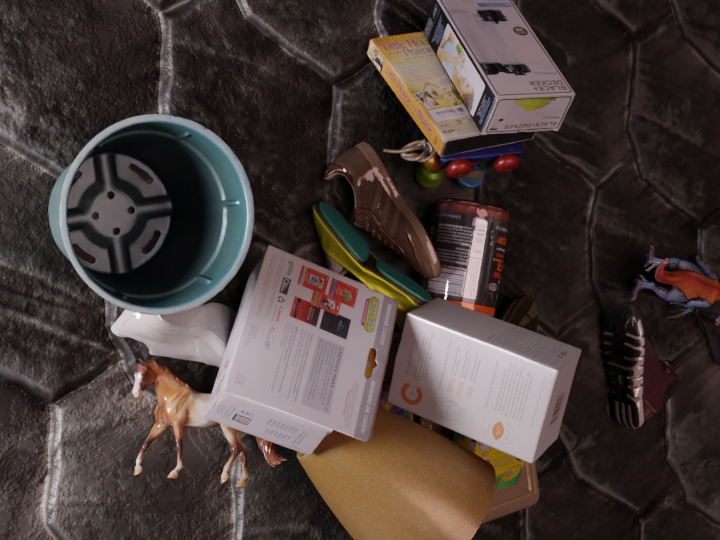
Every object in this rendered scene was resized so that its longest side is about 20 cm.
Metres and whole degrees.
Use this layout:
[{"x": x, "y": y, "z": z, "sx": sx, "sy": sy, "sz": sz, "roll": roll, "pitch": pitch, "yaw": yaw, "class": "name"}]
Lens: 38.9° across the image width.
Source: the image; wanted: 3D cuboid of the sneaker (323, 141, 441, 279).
[{"x": 0.028, "y": -0.065, "z": 1.308, "sx": 0.075, "sy": 0.070, "sz": 0.200, "roll": -31, "pitch": 85, "yaw": -3, "class": "sneaker"}]

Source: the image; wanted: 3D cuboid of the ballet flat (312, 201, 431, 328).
[{"x": 0.000, "y": 0.000, "z": 1.302, "sx": 0.200, "sy": 0.067, "sz": 0.067, "roll": 41, "pitch": 112, "yaw": -5, "class": "ballet flat"}]

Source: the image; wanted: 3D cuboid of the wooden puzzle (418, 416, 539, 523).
[{"x": 0.166, "y": 0.263, "z": 1.438, "sx": 0.185, "sy": 0.037, "sz": 0.201, "roll": -12, "pitch": 103, "yaw": -27, "class": "wooden puzzle"}]

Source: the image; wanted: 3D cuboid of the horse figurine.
[{"x": -0.186, "y": 0.188, "z": 1.225, "sx": 0.199, "sy": 0.050, "sz": 0.133, "roll": 12, "pitch": 71, "yaw": -20, "class": "horse figurine"}]

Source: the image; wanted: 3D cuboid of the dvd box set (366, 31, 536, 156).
[{"x": 0.116, "y": -0.232, "z": 1.299, "sx": 0.146, "sy": 0.200, "sz": 0.029, "roll": -14, "pitch": 145, "yaw": -27, "class": "dvd box set"}]

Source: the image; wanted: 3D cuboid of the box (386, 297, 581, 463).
[{"x": 0.149, "y": 0.130, "z": 1.245, "sx": 0.097, "sy": 0.200, "sz": 0.125, "roll": -21, "pitch": 127, "yaw": -59, "class": "box"}]

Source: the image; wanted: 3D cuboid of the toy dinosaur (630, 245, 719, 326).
[{"x": 0.509, "y": 0.039, "z": 1.546, "sx": 0.181, "sy": 0.200, "sz": 0.105, "roll": 19, "pitch": 101, "yaw": 3, "class": "toy dinosaur"}]

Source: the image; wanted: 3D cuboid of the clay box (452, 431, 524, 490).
[{"x": 0.180, "y": 0.199, "z": 1.366, "sx": 0.115, "sy": 0.048, "sz": 0.201, "roll": -3, "pitch": 107, "yaw": -42, "class": "clay box"}]

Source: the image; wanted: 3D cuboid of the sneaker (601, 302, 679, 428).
[{"x": 0.434, "y": 0.133, "z": 1.556, "sx": 0.115, "sy": 0.076, "sz": 0.201, "roll": -17, "pitch": 112, "yaw": -31, "class": "sneaker"}]

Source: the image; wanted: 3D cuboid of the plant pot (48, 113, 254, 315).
[{"x": -0.244, "y": -0.061, "z": 1.100, "sx": 0.200, "sy": 0.196, "sz": 0.201, "roll": -2, "pitch": 94, "yaw": -29, "class": "plant pot"}]

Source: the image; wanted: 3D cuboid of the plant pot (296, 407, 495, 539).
[{"x": 0.028, "y": 0.249, "z": 1.227, "sx": 0.200, "sy": 0.186, "sz": 0.187, "roll": 39, "pitch": 75, "yaw": -10, "class": "plant pot"}]

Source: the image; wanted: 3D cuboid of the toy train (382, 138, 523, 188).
[{"x": 0.101, "y": -0.145, "z": 1.331, "sx": 0.199, "sy": 0.116, "sz": 0.085, "roll": -8, "pitch": 73, "yaw": -22, "class": "toy train"}]

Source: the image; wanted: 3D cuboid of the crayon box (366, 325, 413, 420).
[{"x": 0.005, "y": 0.178, "z": 1.329, "sx": 0.118, "sy": 0.058, "sz": 0.201, "roll": -8, "pitch": 98, "yaw": -27, "class": "crayon box"}]

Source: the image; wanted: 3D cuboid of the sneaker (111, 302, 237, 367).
[{"x": -0.206, "y": 0.080, "z": 1.208, "sx": 0.200, "sy": 0.088, "sz": 0.075, "roll": 33, "pitch": 36, "yaw": -46, "class": "sneaker"}]

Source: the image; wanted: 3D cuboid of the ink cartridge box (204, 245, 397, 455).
[{"x": -0.063, "y": 0.099, "z": 1.179, "sx": 0.175, "sy": 0.084, "sz": 0.200, "roll": 22, "pitch": 55, "yaw": -12, "class": "ink cartridge box"}]

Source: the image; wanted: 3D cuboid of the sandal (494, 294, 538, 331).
[{"x": 0.183, "y": 0.104, "z": 1.419, "sx": 0.200, "sy": 0.054, "sz": 0.082, "roll": -49, "pitch": 136, "yaw": -26, "class": "sandal"}]

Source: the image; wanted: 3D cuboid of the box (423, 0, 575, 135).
[{"x": 0.171, "y": -0.261, "z": 1.279, "sx": 0.116, "sy": 0.060, "sz": 0.200, "roll": -5, "pitch": 52, "yaw": -22, "class": "box"}]

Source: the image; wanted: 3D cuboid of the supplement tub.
[{"x": 0.134, "y": 0.010, "z": 1.360, "sx": 0.107, "sy": 0.107, "sz": 0.201, "roll": 10, "pitch": 90, "yaw": -28, "class": "supplement tub"}]
